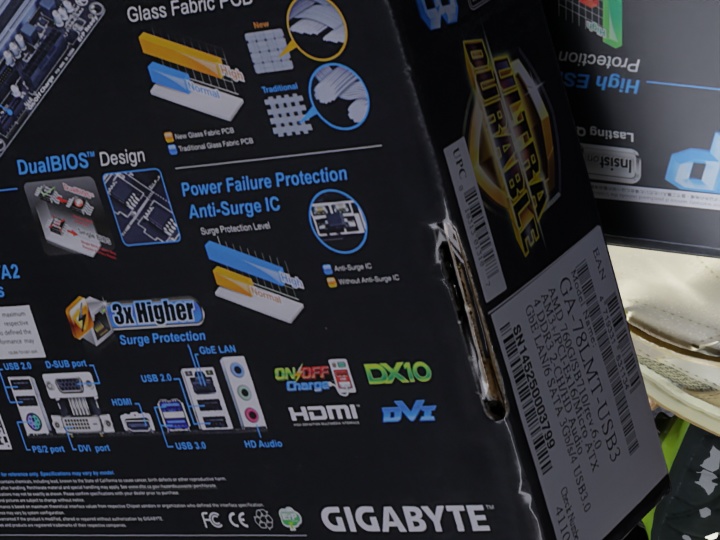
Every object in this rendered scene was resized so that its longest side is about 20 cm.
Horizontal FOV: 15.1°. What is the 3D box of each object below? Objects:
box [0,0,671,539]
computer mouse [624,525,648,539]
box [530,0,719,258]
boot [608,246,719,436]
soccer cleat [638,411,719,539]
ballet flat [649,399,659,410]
[{"bbox_3d":[-0.059,-0.036,0.497,0.200,0.050,0.199,-5,108,37],"label":"box"},{"bbox_3d":[0.127,0.117,0.939,0.200,0.046,0.140,11,154,-16],"label":"computer mouse"},{"bbox_3d":[0.102,-0.076,0.448,0.200,0.046,0.159,7,120,18],"label":"box"},{"bbox_3d":[0.091,-0.026,0.625,0.200,0.072,0.155,18,154,4],"label":"boot"},{"bbox_3d":[0.123,0.088,0.787,0.081,0.068,0.200,19,146,21],"label":"soccer cleat"},{"bbox_3d":[0.000,0.000,0.740,0.200,0.065,0.071,7,155,20],"label":"ballet flat"}]
